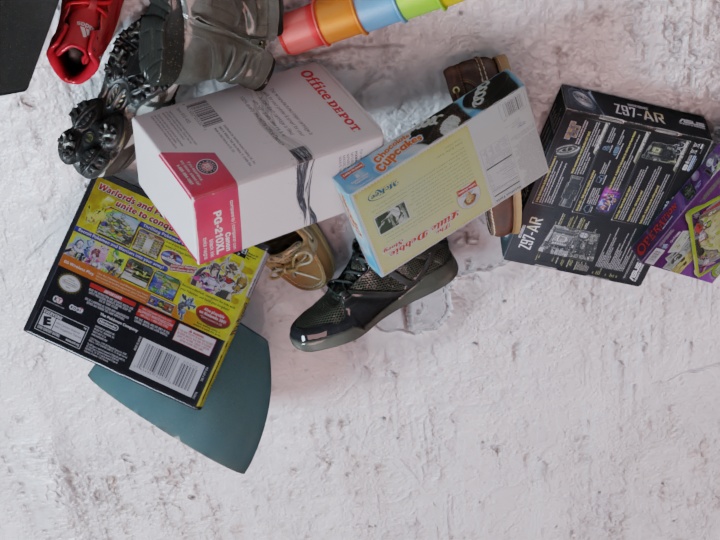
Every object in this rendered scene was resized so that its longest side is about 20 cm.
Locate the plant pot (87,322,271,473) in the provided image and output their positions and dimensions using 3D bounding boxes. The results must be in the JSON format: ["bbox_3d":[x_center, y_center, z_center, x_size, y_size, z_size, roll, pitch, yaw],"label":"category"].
[{"bbox_3d":[-0.174,0.108,1.753,0.200,0.200,0.135,33,87,-26],"label":"plant pot"}]

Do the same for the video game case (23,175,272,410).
[{"bbox_3d":[-0.215,0.019,1.654,0.199,0.026,0.182,24,87,6],"label":"video game case"}]

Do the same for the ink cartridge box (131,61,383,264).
[{"bbox_3d":[-0.095,-0.106,1.541,0.199,0.145,0.085,-20,135,-21],"label":"ink cartridge box"}]

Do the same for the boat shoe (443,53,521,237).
[{"bbox_3d":[0.120,-0.121,1.630,0.070,0.070,0.201,-14,120,-7],"label":"boat shoe"}]

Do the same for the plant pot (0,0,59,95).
[{"bbox_3d":[-0.363,-0.262,1.428,0.176,0.200,0.201,11,129,-25],"label":"plant pot"}]

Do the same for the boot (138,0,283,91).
[{"bbox_3d":[-0.131,-0.263,1.494,0.130,0.068,0.201,-6,116,-32],"label":"boot"}]

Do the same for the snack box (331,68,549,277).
[{"bbox_3d":[0.079,-0.091,1.543,0.199,0.037,0.117,-32,135,-10],"label":"snack box"}]

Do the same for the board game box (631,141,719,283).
[{"bbox_3d":[0.381,-0.075,1.672,0.120,0.032,0.200,17,123,-35],"label":"board game box"}]

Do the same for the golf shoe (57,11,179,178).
[{"bbox_3d":[-0.211,-0.174,1.583,0.200,0.078,0.094,-48,163,10],"label":"golf shoe"}]

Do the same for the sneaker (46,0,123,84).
[{"bbox_3d":[-0.235,-0.255,1.477,0.078,0.116,0.201,9,129,-9],"label":"sneaker"}]

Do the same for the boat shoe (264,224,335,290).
[{"bbox_3d":[-0.096,-0.038,1.695,0.073,0.063,0.200,-30,125,20],"label":"boat shoe"}]

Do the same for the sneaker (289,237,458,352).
[{"bbox_3d":[0.000,0.000,1.698,0.199,0.076,0.115,-30,121,-10],"label":"sneaker"}]

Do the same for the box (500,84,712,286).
[{"bbox_3d":[0.250,-0.083,1.683,0.159,0.044,0.201,11,128,-11],"label":"box"}]

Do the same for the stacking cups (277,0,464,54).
[{"bbox_3d":[0.016,-0.251,1.525,0.199,0.061,0.061,-18,128,13],"label":"stacking cups"}]
